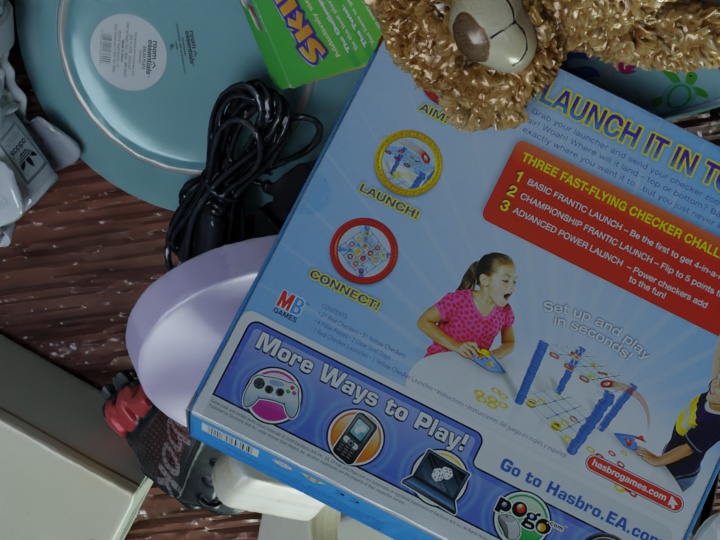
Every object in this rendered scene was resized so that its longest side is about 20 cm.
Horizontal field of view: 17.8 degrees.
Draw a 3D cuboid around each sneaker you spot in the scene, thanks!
[{"bbox_3d":[-0.067,0.069,1.158,0.098,0.071,0.200,60,151,7],"label":"sneaker"},{"bbox_3d":[-0.189,-0.097,1.153,0.115,0.075,0.200,37,132,0],"label":"sneaker"}]

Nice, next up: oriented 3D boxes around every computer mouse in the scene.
[{"bbox_3d":[0.000,0.000,1.145,0.200,0.053,0.139,25,134,-3],"label":"computer mouse"}]

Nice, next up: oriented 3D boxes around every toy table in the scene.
[{"bbox_3d":[-0.003,0.068,1.035,0.200,0.117,0.184,4,135,-34],"label":"toy table"}]

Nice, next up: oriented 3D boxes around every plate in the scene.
[{"bbox_3d":[-0.085,-0.115,1.150,0.200,0.026,0.201,7,117,13],"label":"plate"}]

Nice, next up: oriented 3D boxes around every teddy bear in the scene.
[{"bbox_3d":[0.098,-0.129,0.874,0.200,0.067,0.145,-17,128,-3],"label":"teddy bear"}]

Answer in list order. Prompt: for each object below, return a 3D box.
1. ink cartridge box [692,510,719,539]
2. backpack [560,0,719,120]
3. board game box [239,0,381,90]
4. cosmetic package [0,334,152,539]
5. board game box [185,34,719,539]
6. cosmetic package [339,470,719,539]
[{"bbox_3d":[0.234,0.107,1.087,0.162,0.057,0.200,-14,120,-14],"label":"ink cartridge box"},{"bbox_3d":[0.144,-0.152,0.999,0.200,0.151,0.178,-10,110,16],"label":"backpack"},{"bbox_3d":[-0.005,-0.140,1.029,0.200,0.030,0.096,-9,105,59],"label":"board game box"},{"bbox_3d":[-0.215,0.093,1.263,0.200,0.073,0.104,28,120,2],"label":"cosmetic package"},{"bbox_3d":[0.061,0.020,0.930,0.200,0.056,0.196,27,76,3],"label":"board game box"},{"bbox_3d":[0.073,0.114,1.167,0.200,0.103,0.087,-21,110,26],"label":"cosmetic package"}]
